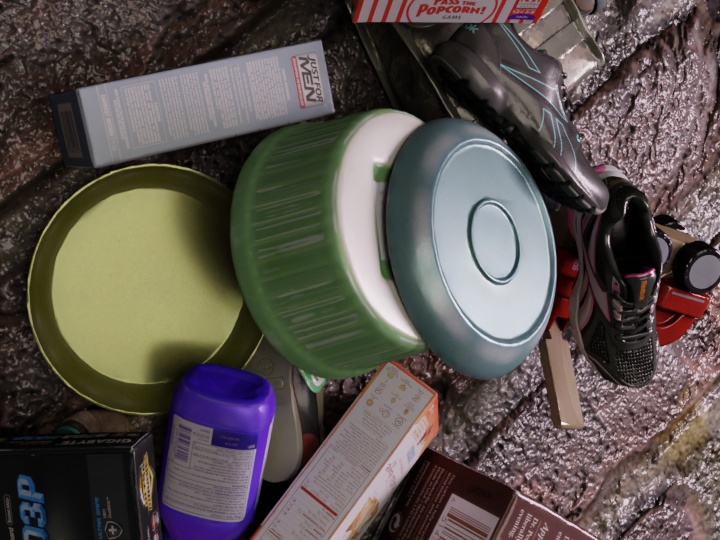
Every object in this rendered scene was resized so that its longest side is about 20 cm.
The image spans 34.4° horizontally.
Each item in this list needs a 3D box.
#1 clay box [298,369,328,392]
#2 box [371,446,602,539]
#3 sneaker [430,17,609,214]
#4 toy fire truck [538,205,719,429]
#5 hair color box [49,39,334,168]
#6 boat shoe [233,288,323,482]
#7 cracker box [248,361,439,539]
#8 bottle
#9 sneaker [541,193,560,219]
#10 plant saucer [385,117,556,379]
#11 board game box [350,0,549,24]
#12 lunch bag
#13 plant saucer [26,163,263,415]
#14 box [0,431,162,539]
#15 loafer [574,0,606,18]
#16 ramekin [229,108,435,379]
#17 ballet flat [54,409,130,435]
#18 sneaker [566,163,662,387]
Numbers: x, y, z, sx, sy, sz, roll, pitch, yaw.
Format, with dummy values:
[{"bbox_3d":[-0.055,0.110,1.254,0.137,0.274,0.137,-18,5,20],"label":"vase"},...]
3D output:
[{"bbox_3d":[0.000,0.000,0.976,0.200,0.047,0.116,-49,118,-44],"label":"clay box"},{"bbox_3d":[0.127,0.290,1.052,0.199,0.164,0.167,34,80,-26],"label":"box"},{"bbox_3d":[0.146,-0.127,0.937,0.079,0.075,0.200,-48,112,-9],"label":"sneaker"},{"bbox_3d":[0.240,0.044,1.124,0.174,0.129,0.202,15,108,-22],"label":"toy fire truck"},{"bbox_3d":[-0.131,-0.130,0.908,0.198,0.099,0.062,-16,102,-25],"label":"hair color box"},{"bbox_3d":[-0.062,0.077,0.988,0.062,0.070,0.203,8,77,-62],"label":"boat shoe"},{"bbox_3d":[-0.011,0.184,0.986,0.057,0.134,0.201,35,77,15],"label":"cracker box"},{"bbox_3d":[-0.122,0.178,0.942,0.082,0.065,0.203,12,112,3],"label":"bottle"},{"bbox_3d":[0.114,-0.062,1.033,0.200,0.075,0.092,-45,113,-45],"label":"sneaker"},{"bbox_3d":[0.094,-0.020,0.882,0.199,0.027,0.203,14,70,-44],"label":"plant saucer"},{"bbox_3d":[0.059,-0.291,0.905,0.149,0.046,0.203,-2,70,-11],"label":"board game box"},{"bbox_3d":[0.090,-0.218,1.006,0.163,0.117,0.201,-36,104,-18],"label":"lunch bag"},{"bbox_3d":[-0.167,0.014,0.934,0.197,0.031,0.203,-4,101,-21],"label":"plant saucer"},{"bbox_3d":[-0.230,0.225,0.883,0.156,0.046,0.203,-2,98,9],"label":"box"},{"bbox_3d":[0.164,-0.316,1.059,0.063,0.072,0.202,-34,112,-14],"label":"loafer"},{"bbox_3d":[0.006,-0.024,0.879,0.199,0.097,0.203,15,69,-44],"label":"ramekin"},{"bbox_3d":[-0.195,0.208,0.936,0.067,0.067,0.203,-18,107,-53],"label":"ballet flat"},{"bbox_3d":[0.227,0.014,1.013,0.079,0.086,0.203,-18,107,-8],"label":"sneaker"}]
